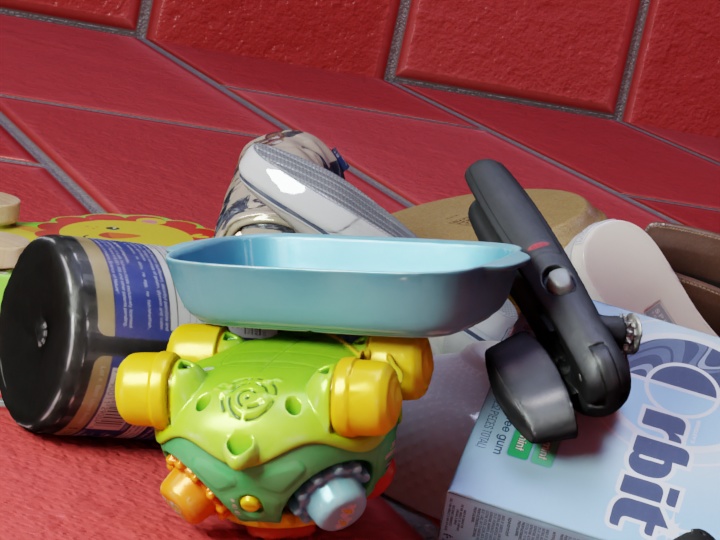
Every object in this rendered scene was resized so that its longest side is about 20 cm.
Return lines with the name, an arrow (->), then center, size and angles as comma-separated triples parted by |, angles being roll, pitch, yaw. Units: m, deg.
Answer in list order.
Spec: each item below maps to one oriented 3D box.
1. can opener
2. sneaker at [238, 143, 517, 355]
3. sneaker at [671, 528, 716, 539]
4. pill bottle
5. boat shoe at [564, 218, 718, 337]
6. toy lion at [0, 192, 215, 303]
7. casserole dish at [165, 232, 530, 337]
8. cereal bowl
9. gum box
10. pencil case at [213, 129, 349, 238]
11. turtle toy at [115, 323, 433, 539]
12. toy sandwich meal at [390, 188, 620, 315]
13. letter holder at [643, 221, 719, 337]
can opener -> 0.096, 0.007, 1.239 | 0.079, 0.063, 0.200 | -7, 45, -13
sneaker -> 0.000, 0.000, 1.415 | 0.200, 0.071, 0.073 | 36, 14, -5
sneaker -> 0.185, 0.164, 1.094 | 0.200, 0.074, 0.087 | 5, 18, -14
pill bottle -> -0.096, 0.043, 1.307 | 0.200, 0.112, 0.112 | 7, 12, -30
boat shoe -> 0.184, 0.063, 1.424 | 0.072, 0.200, 0.069 | -36, 2, -18
toy lion -> -0.177, -0.005, 1.530 | 0.192, 0.069, 0.200 | 3, 13, -11
casserole dish -> -0.008, 0.007, 1.210 | 0.200, 0.039, 0.121 | 2, 9, 23
cereal bowl -> 0.100, 0.094, 1.345 | 0.200, 0.083, 0.200 | 13, 10, -2
gum box -> 0.162, 0.102, 1.227 | 0.200, 0.045, 0.170 | 18, 45, 9
pencil case -> -0.050, -0.030, 1.537 | 0.089, 0.078, 0.200 | 29, 19, -7
turtle toy -> -0.035, 0.082, 1.188 | 0.146, 0.101, 0.200 | 1, 9, 15
toy sandwich meal -> 0.086, -0.001, 1.539 | 0.205, 0.070, 0.205 | -10, 14, 2
letter holder -> 0.224, 0.049, 1.555 | 0.101, 0.142, 0.200 | 3, 14, -42
